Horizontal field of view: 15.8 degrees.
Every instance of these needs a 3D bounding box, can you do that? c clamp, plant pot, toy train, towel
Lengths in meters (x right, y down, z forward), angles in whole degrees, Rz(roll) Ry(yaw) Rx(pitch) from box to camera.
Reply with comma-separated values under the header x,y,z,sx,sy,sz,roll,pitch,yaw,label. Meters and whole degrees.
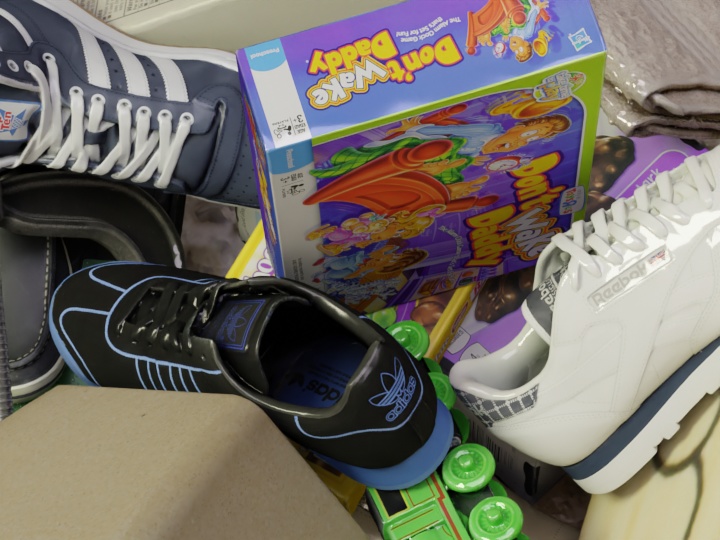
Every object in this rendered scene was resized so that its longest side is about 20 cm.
x,y,z,sx,sy,sz,roll,pitch,yaw,label
-0.144,0.030,1.143,0.170,0.027,0.201,-4,79,-41,c clamp
-0.094,0.157,1.043,0.199,0.200,0.177,0,46,47,plant pot
0.036,0.102,1.054,0.056,0.042,0.200,-25,52,-2,toy train
0.114,-0.133,1.232,0.132,0.035,0.200,-3,44,-48,towel

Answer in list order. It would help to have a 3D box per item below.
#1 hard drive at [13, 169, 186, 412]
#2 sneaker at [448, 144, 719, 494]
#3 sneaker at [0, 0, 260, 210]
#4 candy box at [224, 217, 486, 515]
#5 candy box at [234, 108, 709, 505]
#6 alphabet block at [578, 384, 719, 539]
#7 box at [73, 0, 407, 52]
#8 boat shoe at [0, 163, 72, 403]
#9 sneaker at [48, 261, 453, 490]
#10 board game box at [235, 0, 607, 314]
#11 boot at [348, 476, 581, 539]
x,y,z,sx,sy,sz,roll,pitch,yaw,label
-0.157,0.009,1.227,0.139,0.038,0.201,3,65,3,hard drive
0.120,0.000,1.032,0.080,0.076,0.200,33,109,-14,sneaker
-0.114,-0.064,1.113,0.199,0.070,0.109,25,27,6,sneaker
0.000,0.000,1.156,0.102,0.026,0.201,26,72,16,candy box
0.066,-0.021,1.215,0.200,0.072,0.168,41,74,18,candy box
0.212,0.118,1.054,0.196,0.195,0.201,27,67,-18,alphabet block
-0.039,-0.132,1.183,0.199,0.078,0.095,-14,48,26,box
-0.174,-0.035,1.194,0.074,0.062,0.201,-7,67,-4,boat shoe
-0.055,0.027,1.067,0.199,0.078,0.070,16,66,29,sneaker
0.025,-0.046,1.051,0.134,0.200,0.045,-17,69,-4,board game box
0.023,0.172,1.128,0.155,0.073,0.200,35,69,15,boot
